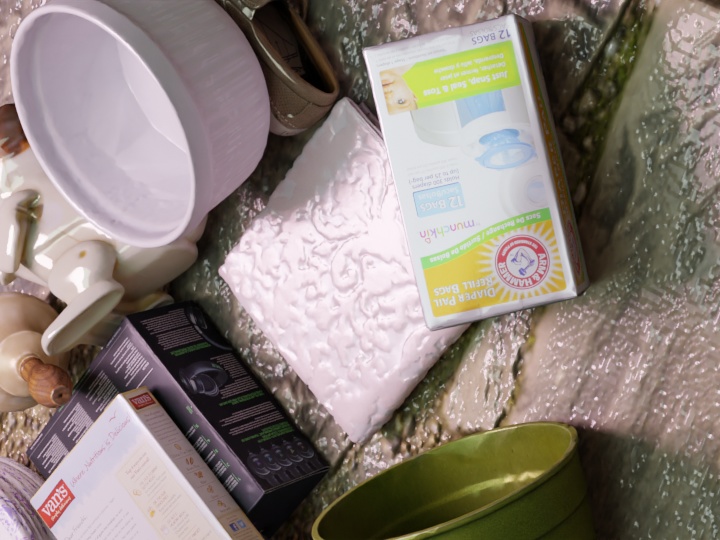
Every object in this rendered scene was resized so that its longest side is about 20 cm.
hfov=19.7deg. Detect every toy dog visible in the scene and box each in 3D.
[{"bbox_3d":[-0.238,-0.048,1.678,0.200,0.140,0.194,47,109,19],"label":"toy dog"}]

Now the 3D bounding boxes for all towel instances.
[{"bbox_3d":[0.000,0.000,1.579,0.191,0.032,0.200,49,121,19],"label":"towel"}]

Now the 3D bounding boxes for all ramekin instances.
[{"bbox_3d":[-0.160,-0.127,1.563,0.200,0.105,0.200,28,136,32],"label":"ramekin"}]

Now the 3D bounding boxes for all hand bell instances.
[{"bbox_3d":[-0.265,0.081,1.678,0.200,0.104,0.104,-161,67,-69],"label":"hand bell"}]

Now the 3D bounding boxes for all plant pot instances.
[{"bbox_3d":[0.092,0.237,1.474,0.200,0.200,0.193,-14,102,36],"label":"plant pot"}]

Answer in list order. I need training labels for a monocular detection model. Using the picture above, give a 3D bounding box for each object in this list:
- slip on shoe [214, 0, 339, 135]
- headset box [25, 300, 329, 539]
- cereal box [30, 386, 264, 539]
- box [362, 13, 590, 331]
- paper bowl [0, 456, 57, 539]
[{"bbox_3d":[-0.081,-0.200,1.569,0.061,0.076,0.200,-30,84,49],"label":"slip on shoe"},{"bbox_3d":[-0.146,0.158,1.672,0.200,0.093,0.174,49,121,18],"label":"headset box"},{"bbox_3d":[-0.156,0.210,1.608,0.200,0.040,0.144,52,122,15],"label":"cereal box"},{"bbox_3d":[0.084,-0.068,1.444,0.112,0.101,0.200,-12,91,12],"label":"box"},{"bbox_3d":[-0.316,0.261,1.805,0.200,0.104,0.201,7,102,34],"label":"paper bowl"}]
